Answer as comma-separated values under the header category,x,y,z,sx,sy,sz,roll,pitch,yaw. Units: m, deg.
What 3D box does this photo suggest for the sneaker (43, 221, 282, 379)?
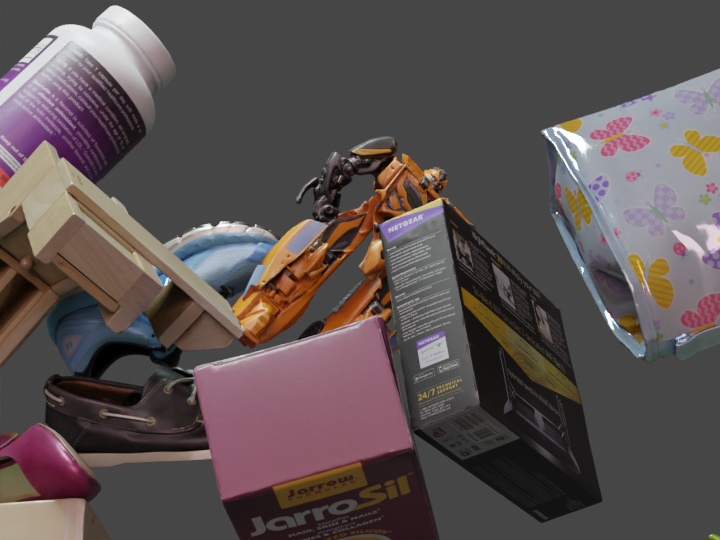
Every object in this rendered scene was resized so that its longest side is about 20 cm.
category,x,y,z,sx,sy,sz,roll,pitch,yaw
sneaker,-0.137,0.031,1.442,0.199,0.078,0.090,-21,68,6

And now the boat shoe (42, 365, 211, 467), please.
category,x,y,z,sx,sy,sz,roll,pitch,yaw
boat shoe,-0.133,0.103,1.381,0.199,0.072,0.068,-2,96,8

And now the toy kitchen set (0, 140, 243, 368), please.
category,x,y,z,sx,sy,sz,roll,pitch,yaw
toy kitchen set,-0.205,0.044,1.339,0.181,0.163,0.200,-48,22,3

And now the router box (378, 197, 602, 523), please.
category,x,y,z,sx,sy,sz,roll,pitch,yaw
router box,0.090,0.065,1.302,0.052,0.200,0.158,-22,56,21

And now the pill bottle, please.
category,x,y,z,sx,sy,sz,roll,pitch,yaw
pill bottle,-0.241,-0.115,1.510,0.112,0.113,0.200,36,71,25

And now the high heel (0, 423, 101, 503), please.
category,x,y,z,sx,sy,sz,roll,pitch,yaw
high heel,-0.250,0.156,1.328,0.096,0.068,0.200,-43,23,-23

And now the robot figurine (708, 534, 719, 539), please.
category,x,y,z,sx,sy,sz,roll,pitch,yaw
robot figurine,0.331,0.198,1.237,0.199,0.116,0.177,-7,64,5

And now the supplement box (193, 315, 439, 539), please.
category,x,y,z,sx,sy,sz,roll,pitch,yaw
supplement box,-0.023,0.134,1.281,0.130,0.200,0.104,-15,58,1

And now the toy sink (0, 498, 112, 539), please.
category,x,y,z,sx,sy,sz,roll,pitch,yaw
toy sink,-0.270,0.230,1.304,0.199,0.131,0.113,-6,59,7

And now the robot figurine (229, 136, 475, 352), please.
category,x,y,z,sx,sy,sz,roll,pitch,yaw
robot figurine,0.000,0.000,1.406,0.145,0.058,0.200,45,79,-18

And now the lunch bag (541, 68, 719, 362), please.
category,x,y,z,sx,sy,sz,roll,pitch,yaw
lunch bag,0.242,-0.028,1.380,0.169,0.128,0.201,-21,49,-6
